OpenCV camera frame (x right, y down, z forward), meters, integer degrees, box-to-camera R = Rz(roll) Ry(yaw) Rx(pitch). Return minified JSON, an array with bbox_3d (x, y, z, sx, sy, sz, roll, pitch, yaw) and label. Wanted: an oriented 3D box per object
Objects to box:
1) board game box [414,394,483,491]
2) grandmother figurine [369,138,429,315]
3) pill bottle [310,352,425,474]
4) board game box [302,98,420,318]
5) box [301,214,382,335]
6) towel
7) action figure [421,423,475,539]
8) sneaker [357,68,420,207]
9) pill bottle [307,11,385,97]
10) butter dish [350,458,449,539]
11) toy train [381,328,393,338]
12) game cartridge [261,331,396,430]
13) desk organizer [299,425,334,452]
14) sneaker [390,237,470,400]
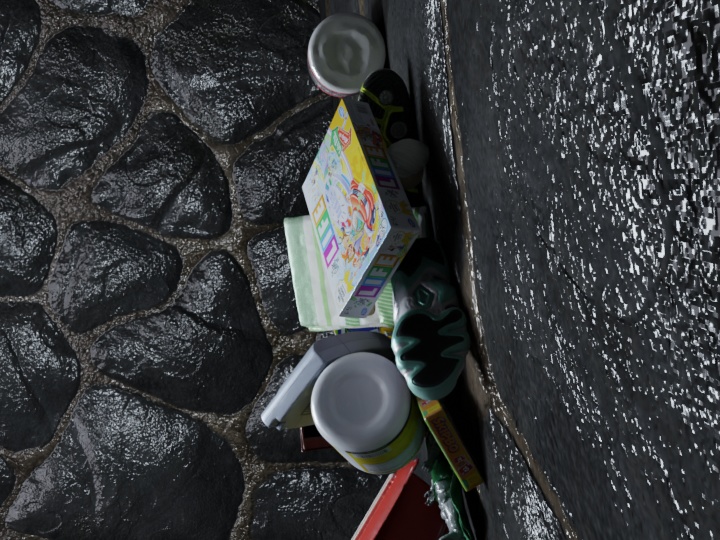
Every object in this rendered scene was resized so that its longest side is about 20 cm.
[{"bbox_3d":[0.087,0.162,0.855,0.096,0.030,0.200,60,180,-13],"label":"board game box"},{"bbox_3d":[0.026,-0.056,0.839,0.121,0.060,0.200,-113,39,-53],"label":"grandmother figurine"},{"bbox_3d":[0.017,0.179,0.892,0.200,0.112,0.112,65,-167,-63],"label":"pill bottle"},{"bbox_3d":[-0.007,-0.068,0.802,0.135,0.034,0.200,-61,35,40],"label":"board game box"},{"bbox_3d":[-0.025,0.015,1.040,0.070,0.064,0.200,-174,68,-86],"label":"box"},{"bbox_3d":[0.000,0.000,0.934,0.023,0.200,0.153,-20,-76,-58],"label":"towel"},{"bbox_3d":[0.102,0.253,0.912,0.200,0.055,0.118,-95,-4,-55],"label":"action figure"},{"bbox_3d":[0.029,-0.148,0.922,0.076,0.075,0.200,-105,8,-64],"label":"sneaker"},{"bbox_3d":[-0.026,-0.319,1.131,0.200,0.110,0.111,-112,13,-79],"label":"pill bottle"},{"bbox_3d":[0.072,0.379,1.048,0.200,0.148,0.200,-58,-9,-13],"label":"butter dish"},{"bbox_3d":[0.061,0.095,1.265,0.150,0.056,0.200,30,-132,-79],"label":"toy train"},{"bbox_3d":[-0.023,0.134,0.934,0.040,0.133,0.200,49,-160,25],"label":"game cartridge"},{"bbox_3d":[0.010,0.200,1.075,0.077,0.200,0.072,88,174,-51],"label":"desk organizer"},{"bbox_3d":[0.073,0.078,0.793,0.140,0.078,0.200,82,-173,-46],"label":"sneaker"}]
